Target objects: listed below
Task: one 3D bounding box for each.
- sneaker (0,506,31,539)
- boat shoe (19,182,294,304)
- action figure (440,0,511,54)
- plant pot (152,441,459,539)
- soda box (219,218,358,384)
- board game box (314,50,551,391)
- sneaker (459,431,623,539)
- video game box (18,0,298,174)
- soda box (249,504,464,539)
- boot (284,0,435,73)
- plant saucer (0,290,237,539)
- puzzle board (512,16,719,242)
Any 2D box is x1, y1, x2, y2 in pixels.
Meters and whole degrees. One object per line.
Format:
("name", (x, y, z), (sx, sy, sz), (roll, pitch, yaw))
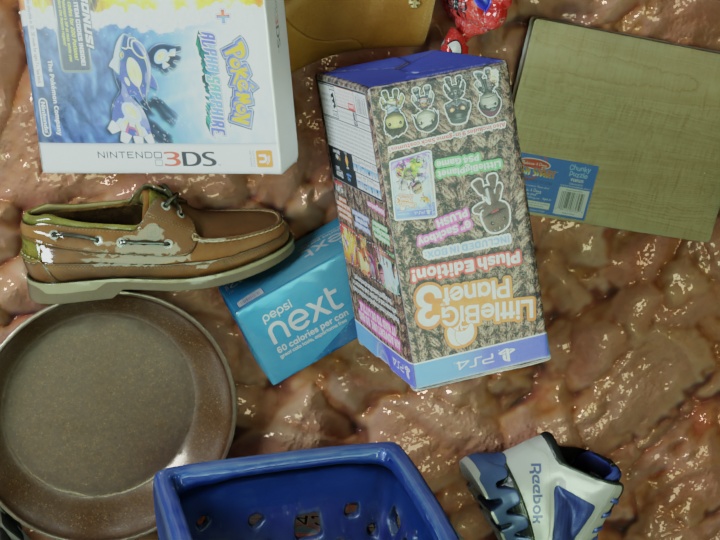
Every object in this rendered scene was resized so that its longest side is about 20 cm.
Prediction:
("sneaker", (-0.279, 0.227, 1.363), (0.083, 0.081, 0.200), (-36, 115, 3))
("boat shoe", (-0.145, -0.026, 1.322), (0.198, 0.072, 0.069), (-11, 111, -15))
("action figure", (0.090, -0.246, 1.329), (0.051, 0.065, 0.202), (-6, 113, -51))
("plant pot", (-0.038, 0.254, 1.317), (0.198, 0.200, 0.181), (-5, 116, -16))
("soda box", (0.000, 0.000, 1.374), (0.199, 0.064, 0.068), (-29, 114, -6))
("board game box", (0.046, -0.040, 1.249), (0.096, 0.159, 0.202), (-12, 103, -12))
("sneaker", (0.171, 0.212, 1.498), (0.115, 0.081, 0.201), (-28, 112, -5))
("video game box", (-0.140, -0.164, 1.246), (0.180, 0.047, 0.202), (0, 110, 14))
("soda box", (-0.021, 0.226, 1.451), (0.198, 0.064, 0.069), (6, 106, -19))
("boot", (-0.023, -0.170, 1.314), (0.143, 0.071, 0.203), (10, 100, -19))
("plant saucer", (-0.192, 0.106, 1.371), (0.198, 0.037, 0.202), (-5, 109, -15))
("puzzle board", (0.204, -0.108, 1.438), (0.198, 0.017, 0.152), (8, 106, -19))
